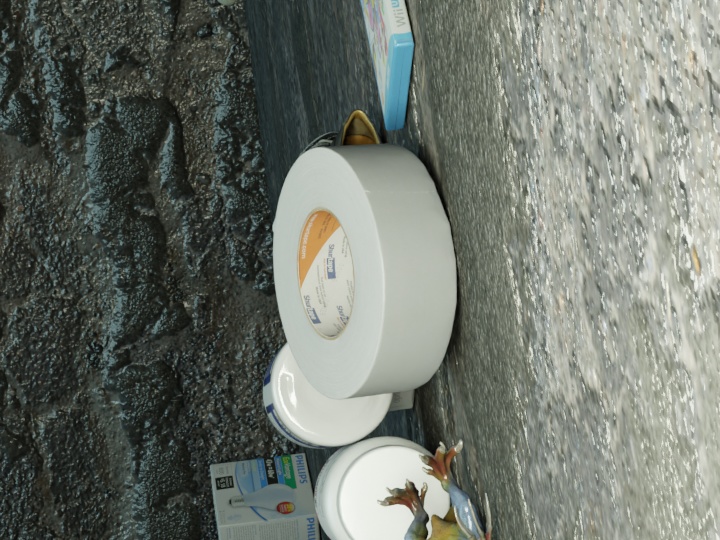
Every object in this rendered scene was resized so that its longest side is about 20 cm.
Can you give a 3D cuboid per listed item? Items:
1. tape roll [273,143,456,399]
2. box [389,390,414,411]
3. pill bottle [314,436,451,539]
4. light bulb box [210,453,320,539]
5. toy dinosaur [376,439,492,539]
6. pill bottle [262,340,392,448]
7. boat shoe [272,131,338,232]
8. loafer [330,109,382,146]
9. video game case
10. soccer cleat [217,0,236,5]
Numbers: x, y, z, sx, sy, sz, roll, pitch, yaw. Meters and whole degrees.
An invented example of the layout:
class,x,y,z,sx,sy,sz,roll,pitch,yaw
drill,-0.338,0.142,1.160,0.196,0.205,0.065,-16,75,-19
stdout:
class,x,y,z,sx,sy,sz,roll,pitch,yaw
tape roll,0.000,0.000,1.475,0.200,0.066,0.200,17,109,61
box,0.018,0.016,1.792,0.144,0.036,0.200,90,168,-57
pill bottle,0.021,0.204,1.654,0.200,0.113,0.113,132,129,-83
light bulb box,-0.191,0.484,3.729,0.198,0.200,0.125,-106,11,-55
toy dinosaur,0.086,0.222,1.416,0.200,0.105,0.182,25,-149,-51
pill bottle,-0.034,0.111,1.735,0.200,0.111,0.111,137,125,-81
boat shoe,-0.035,-0.098,1.863,0.200,0.072,0.068,-60,-6,-56
loafer,0.001,-0.063,1.691,0.072,0.073,0.200,94,166,-45
video game case,0.015,-0.237,1.550,0.143,0.018,0.200,96,164,-66
soccer cleat,-0.263,-0.603,3.548,0.078,0.069,0.200,-123,28,-69
